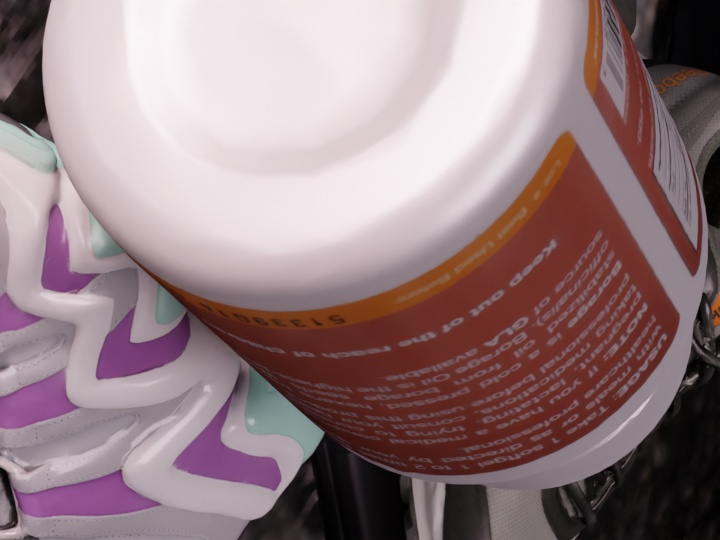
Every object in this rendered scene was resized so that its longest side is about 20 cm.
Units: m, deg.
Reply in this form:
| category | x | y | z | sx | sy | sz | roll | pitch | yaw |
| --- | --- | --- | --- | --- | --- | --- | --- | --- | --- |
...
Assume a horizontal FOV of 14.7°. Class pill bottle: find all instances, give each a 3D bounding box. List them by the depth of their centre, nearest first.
| category | x | y | z | sx | sy | sz | roll | pitch | yaw |
| --- | --- | --- | --- | --- | --- | --- | --- | --- | --- |
| pill bottle | 0.015 | -0.017 | 0.622 | 0.113 | 0.112 | 0.200 | -59 | 155 | -9 |

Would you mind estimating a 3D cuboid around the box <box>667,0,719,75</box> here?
| category | x | y | z | sx | sy | sz | roll | pitch | yaw |
| --- | --- | --- | --- | --- | --- | --- | --- | --- | --- |
| box | 0.215 | -0.085 | 0.890 | 0.199 | 0.147 | 0.105 | -20 | 120 | -45 |

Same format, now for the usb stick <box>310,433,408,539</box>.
| category | x | y | z | sx | sy | sz | roll | pitch | yaw |
| --- | --- | --- | --- | --- | --- | --- | --- | --- | --- |
| usb stick | 0.000 | 0.000 | 0.774 | 0.055 | 0.033 | 0.201 | -35 | 134 | -29 |

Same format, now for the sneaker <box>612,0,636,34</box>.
| category | x | y | z | sx | sy | sz | roll | pitch | yaw |
| --- | --- | --- | --- | --- | --- | --- | --- | --- | --- |
| sneaker | -0.017 | -0.118 | 0.670 | 0.200 | 0.067 | 0.109 | 7 | 78 | -34 |

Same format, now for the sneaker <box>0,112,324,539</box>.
| category | x | y | z | sx | sy | sz | roll | pitch | yaw |
| --- | --- | --- | --- | --- | --- | --- | --- | --- | --- |
| sneaker | -0.090 | 0.049 | 0.654 | 0.140 | 0.078 | 0.200 | -58 | 142 | -11 |

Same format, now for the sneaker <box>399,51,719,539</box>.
| category | x | y | z | sx | sy | sz | roll | pitch | yaw |
| --- | --- | --- | --- | --- | --- | --- | --- | --- | --- |
| sneaker | 0.066 | 0.022 | 0.787 | 0.074 | 0.079 | 0.201 | 61 | 45 | -56 |

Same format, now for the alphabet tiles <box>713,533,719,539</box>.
| category | x | y | z | sx | sy | sz | roll | pitch | yaw |
| --- | --- | --- | --- | --- | --- | --- | --- | --- | --- |
| alphabet tiles | 0.165 | 0.048 | 0.921 | 0.196 | 0.015 | 0.200 | -47 | 175 | 17 |
